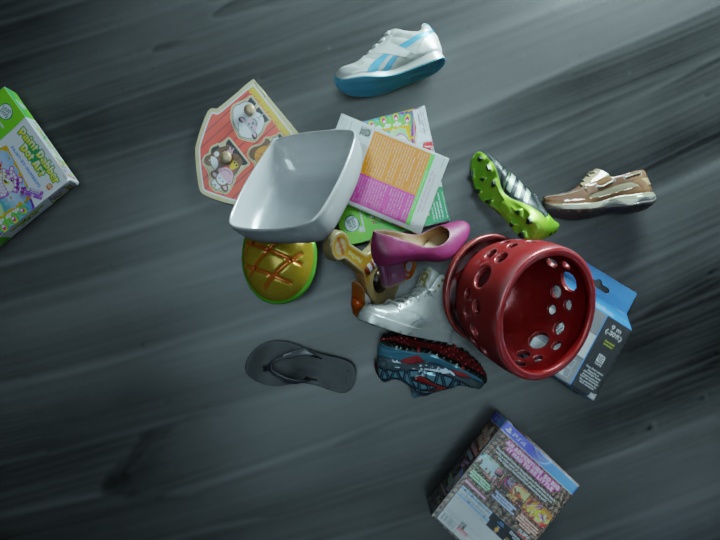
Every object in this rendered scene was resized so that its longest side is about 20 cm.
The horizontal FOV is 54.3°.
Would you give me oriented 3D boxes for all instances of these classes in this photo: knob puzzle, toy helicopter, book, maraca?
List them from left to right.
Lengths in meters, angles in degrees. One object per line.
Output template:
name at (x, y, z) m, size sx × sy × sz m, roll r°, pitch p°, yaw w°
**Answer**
knob puzzle at (-0.206, -0.204, 1.228) m, size 0.212 × 0.030 × 0.227 m, roll 0°, pitch 89°, yaw 1°
maraca at (-0.140, -0.045, 1.186) m, size 0.133 × 0.107 × 0.206 m, roll -11°, pitch 77°, yaw 7°
toy helicopter at (0.000, 0.000, 1.136) m, size 0.078 × 0.199 × 0.135 m, roll 16°, pitch 78°, yaw 41°
book at (0.034, -0.159, 1.176) m, size 0.195 × 0.048 × 0.137 m, roll 23°, pitch 93°, yaw 2°

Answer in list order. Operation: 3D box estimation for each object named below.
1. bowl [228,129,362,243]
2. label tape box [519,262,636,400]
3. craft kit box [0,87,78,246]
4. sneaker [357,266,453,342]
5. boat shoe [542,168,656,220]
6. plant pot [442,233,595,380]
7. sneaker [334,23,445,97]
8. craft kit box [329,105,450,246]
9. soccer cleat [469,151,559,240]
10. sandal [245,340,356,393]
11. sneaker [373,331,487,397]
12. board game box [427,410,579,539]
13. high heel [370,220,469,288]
bowl at (-0.091, -0.120, 1.099) m, size 0.195 × 0.075 × 0.203 m, roll 1°, pitch 53°, yaw 36°
label tape box at (0.375, 0.092, 1.194) m, size 0.142 × 0.063 × 0.204 m, roll 30°, pitch 89°, yaw 1°
craft kit box at (-0.627, -0.173, 1.220) m, size 0.196 × 0.049 × 0.202 m, roll -38°, pitch 88°, yaw -3°
sneaker at (0.084, 0.047, 1.161) m, size 0.196 × 0.073 × 0.119 m, roll 12°, pitch 92°, yaw -38°
boat shoe at (0.403, -0.133, 1.201) m, size 0.193 × 0.076 × 0.074 m, roll -6°, pitch 80°, yaw -5°
plant pot at (0.239, 0.049, 1.107) m, size 0.195 × 0.181 × 0.207 m, roll -6°, pitch 103°, yaw -26°
sneaker at (0.045, -0.362, 1.213) m, size 0.194 × 0.077 × 0.083 m, roll -18°, pitch 79°, yaw -6°
craft kit box at (0.041, -0.161, 1.218) m, size 0.192 × 0.049 × 0.206 m, roll -14°, pitch 88°, yaw 3°
soccer cleat at (0.255, -0.125, 1.187) m, size 0.079 × 0.068 × 0.202 m, roll -6°, pitch 50°, yaw -36°
sandal at (-0.103, 0.165, 1.208) m, size 0.193 × 0.043 × 0.079 m, roll 6°, pitch 88°, yaw 1°
sneaker at (0.118, 0.172, 1.201) m, size 0.194 × 0.080 × 0.098 m, roll 17°, pitch 111°, yaw 0°
board game box at (0.232, 0.371, 1.170) m, size 0.159 × 0.097 × 0.201 m, roll 41°, pitch 89°, yaw 2°
high heel at (0.101, -0.057, 1.122) m, size 0.198 × 0.067 × 0.098 m, roll -33°, pitch 127°, yaw -29°
